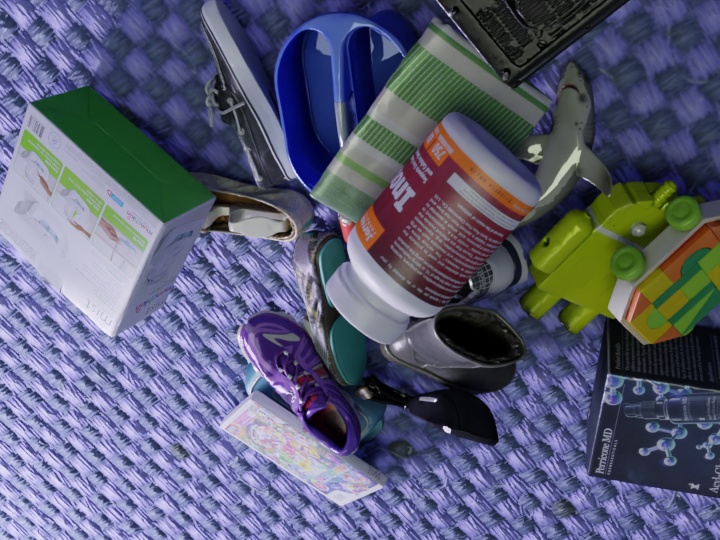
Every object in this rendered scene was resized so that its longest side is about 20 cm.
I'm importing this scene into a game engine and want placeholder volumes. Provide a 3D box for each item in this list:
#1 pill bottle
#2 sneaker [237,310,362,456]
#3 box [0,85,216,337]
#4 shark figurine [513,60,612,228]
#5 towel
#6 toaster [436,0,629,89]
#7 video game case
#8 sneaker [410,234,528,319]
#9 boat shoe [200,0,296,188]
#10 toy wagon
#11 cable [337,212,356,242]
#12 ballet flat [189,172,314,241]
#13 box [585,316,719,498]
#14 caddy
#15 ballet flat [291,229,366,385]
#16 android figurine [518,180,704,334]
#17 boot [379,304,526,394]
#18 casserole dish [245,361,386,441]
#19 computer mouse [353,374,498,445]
[{"bbox_3d":[0.061,-0.033,0.857,0.112,0.113,0.200,37,107,-11],"label":"pill bottle"},{"bbox_3d":[-0.063,0.129,1.094,0.080,0.083,0.200,-41,96,-1],"label":"sneaker"},{"bbox_3d":[-0.284,-0.063,1.026,0.199,0.097,0.177,39,125,10],"label":"box"},{"bbox_3d":[0.177,-0.084,0.943,0.214,0.089,0.129,-44,70,24],"label":"shark figurine"},{"bbox_3d":[0.067,-0.117,0.890,0.151,0.023,0.201,28,111,-25],"label":"towel"},{"bbox_3d":[0.147,-0.289,0.790,0.199,0.119,0.181,-36,109,30],"label":"toaster"},{"bbox_3d":[-0.076,0.231,1.207,0.199,0.018,0.143,34,148,-8],"label":"video game case"},{"bbox_3d":[0.083,0.013,0.987,0.199,0.080,0.077,-29,89,55],"label":"sneaker"},{"bbox_3d":[-0.124,-0.174,0.962,0.067,0.074,0.201,-21,125,9],"label":"boat shoe"},{"bbox_3d":[0.332,-0.014,0.920,0.200,0.040,0.155,-44,136,12],"label":"toy wagon"},{"bbox_3d":[0.000,0.000,1.037,0.097,0.050,0.201,42,147,28],"label":"cable"},{"bbox_3d":[-0.150,-0.068,1.042,0.197,0.063,0.068,4,123,12],"label":"ballet flat"},{"bbox_3d":[0.354,0.150,1.023,0.197,0.108,0.150,7,124,11],"label":"box"},{"bbox_3d":[-0.006,-0.158,0.920,0.139,0.105,0.202,1,122,15],"label":"caddy"},{"bbox_3d":[-0.039,0.040,1.090,0.071,0.072,0.203,-2,121,15],"label":"ballet flat"},{"bbox_3d":[0.257,-0.014,0.953,0.180,0.041,0.200,21,127,-33],"label":"android figurine"},{"bbox_3d":[0.121,0.081,0.985,0.179,0.074,0.200,12,163,-18],"label":"boot"},{"bbox_3d":[-0.060,0.160,1.179,0.199,0.039,0.121,35,124,-10],"label":"casserole dish"},{"bbox_3d":[0.071,0.145,1.061,0.139,0.200,0.047,18,86,-14],"label":"computer mouse"}]
